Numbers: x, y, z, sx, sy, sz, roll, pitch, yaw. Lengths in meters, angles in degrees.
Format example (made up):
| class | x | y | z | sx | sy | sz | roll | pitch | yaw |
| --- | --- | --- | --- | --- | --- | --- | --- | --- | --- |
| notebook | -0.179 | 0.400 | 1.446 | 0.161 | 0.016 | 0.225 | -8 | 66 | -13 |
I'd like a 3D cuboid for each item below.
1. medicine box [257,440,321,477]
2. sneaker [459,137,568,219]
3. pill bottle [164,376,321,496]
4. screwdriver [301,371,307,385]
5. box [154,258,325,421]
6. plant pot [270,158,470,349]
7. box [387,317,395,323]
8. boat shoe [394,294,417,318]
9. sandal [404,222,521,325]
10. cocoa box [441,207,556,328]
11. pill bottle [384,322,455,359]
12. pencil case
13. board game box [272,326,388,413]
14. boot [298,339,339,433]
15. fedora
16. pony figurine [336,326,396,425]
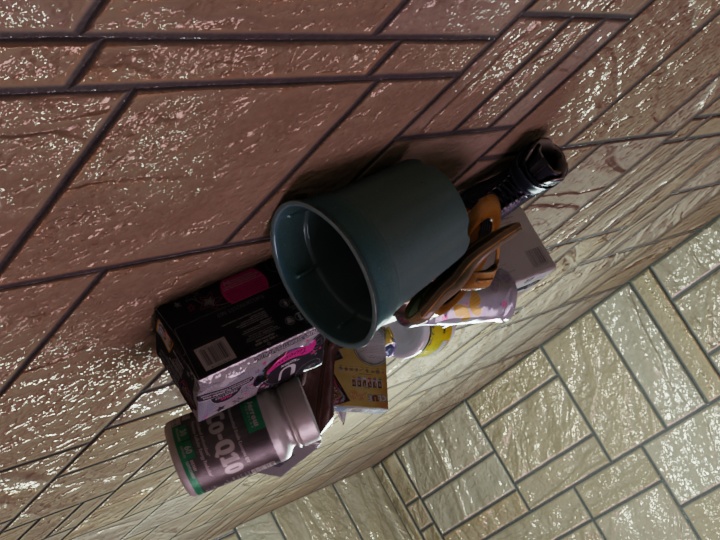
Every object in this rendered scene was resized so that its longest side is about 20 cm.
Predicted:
| class | x | y | z | sx | sy | sz | roll | pitch | yaw |
| --- | --- | --- | --- | --- | --- | --- | --- | --- | --- |
| medicine box | -0.133 | 0.205 | 1.860 | 0.102 | 0.201 | 0.182 | 14 | 150 | -18 |
| sneaker | 0.221 | -0.123 | 1.729 | 0.202 | 0.077 | 0.146 | -36 | 179 | -21 |
| pill bottle | -0.163 | 0.228 | 1.613 | 0.199 | 0.114 | 0.113 | -22 | 165 | -3 |
| screwdriver | -0.064 | 0.066 | 1.654 | 0.028 | 0.201 | 0.029 | 3 | 156 | 24 |
| box | -0.161 | 0.093 | 1.570 | 0.199 | 0.132 | 0.115 | -24 | 150 | -23 |
| plant pot | 0.022 | -0.037 | 1.463 | 0.195 | 0.201 | 0.200 | -32 | 168 | -30 |
| box | 0.025 | 0.044 | 1.922 | 0.199 | 0.078 | 0.095 | -15 | 159 | -47 |
| boat shoe | -0.001 | 0.021 | 1.593 | 0.073 | 0.199 | 0.065 | -38 | 132 | -30 |
| sandal | 0.140 | 0.010 | 1.519 | 0.200 | 0.054 | 0.080 | -44 | -169 | -17 |
| cocoa box | 0.210 | -0.007 | 2.007 | 0.199 | 0.134 | 0.131 | -18 | 162 | -40 |
| pill bottle | 0.114 | 0.113 | 2.257 | 0.112 | 0.113 | 0.200 | -36 | 165 | 19 |
| pencil case | 0.147 | 0.041 | 1.806 | 0.199 | 0.091 | 0.084 | -4 | 115 | -28 |
| board game box | -0.055 | 0.147 | 1.787 | 0.198 | 0.137 | 0.035 | 7 | 158 | -23 |
| boot | -0.040 | 0.151 | 1.735 | 0.185 | 0.202 | 0.064 | 5 | 174 | -33 |
| fedora | 0.121 | -0.031 | 1.642 | 0.201 | 0.082 | 0.201 | -46 | 154 | -29 |
| pony figurine | -0.036 | 0.153 | 2.079 | 0.199 | 0.167 | 0.193 | -28 | 134 | 5 |
